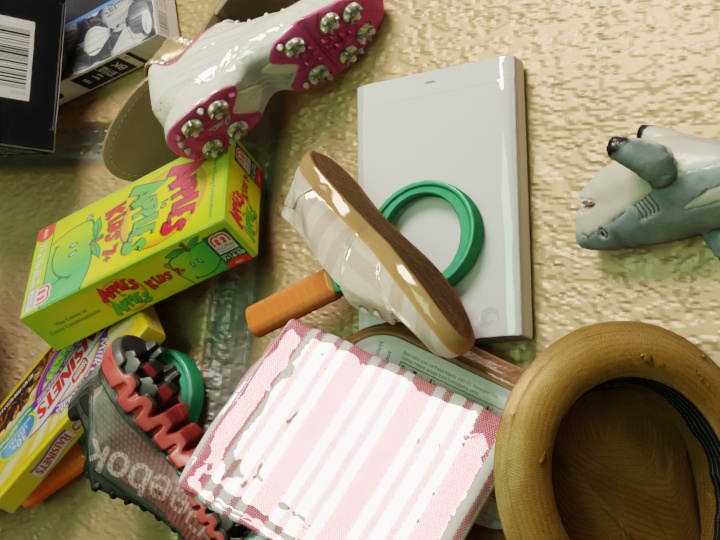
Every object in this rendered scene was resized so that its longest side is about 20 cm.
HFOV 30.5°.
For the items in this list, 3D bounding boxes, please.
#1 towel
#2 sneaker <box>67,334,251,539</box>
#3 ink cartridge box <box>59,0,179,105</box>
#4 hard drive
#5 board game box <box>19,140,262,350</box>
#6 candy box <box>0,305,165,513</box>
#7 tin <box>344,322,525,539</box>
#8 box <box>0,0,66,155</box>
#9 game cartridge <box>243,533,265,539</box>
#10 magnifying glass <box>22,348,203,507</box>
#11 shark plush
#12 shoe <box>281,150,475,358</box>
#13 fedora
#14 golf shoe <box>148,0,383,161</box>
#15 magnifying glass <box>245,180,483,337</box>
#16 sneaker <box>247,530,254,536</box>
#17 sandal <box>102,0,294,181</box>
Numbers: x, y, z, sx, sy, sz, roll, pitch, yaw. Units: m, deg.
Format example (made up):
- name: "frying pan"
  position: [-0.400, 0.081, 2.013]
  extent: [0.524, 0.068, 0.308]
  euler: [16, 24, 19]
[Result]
- name: "towel"
  position: [-0.009, 0.126, 0.869]
  extent: [0.199, 0.030, 0.147]
  euler: [23, 67, 28]
- name: "sneaker"
  position: [-0.152, 0.152, 0.998]
  extent: [0.098, 0.071, 0.201]
  euler: [-36, 85, 16]
- name: "ink cartridge box"
  position: [-0.251, -0.210, 1.173]
  extent: [0.199, 0.039, 0.100]
  euler: [-21, 71, 28]
- name: "hard drive"
  position: [0.058, -0.046, 0.956]
  extent: [0.131, 0.026, 0.202]
  euler: [-7, 76, 30]
- name: "board game box"
  position: [-0.174, -0.022, 1.050]
  extent: [0.199, 0.048, 0.102]
  euler: [-25, 40, 21]
- name: "candy box"
  position: [-0.240, 0.094, 1.084]
  extent: [0.200, 0.026, 0.102]
  euler: [-48, 39, 10]
- name: "tin"
  position: [0.061, 0.106, 0.901]
  extent: [0.199, 0.042, 0.113]
  euler: [24, 99, 28]
- name: "box"
  position: [-0.352, -0.178, 1.152]
  extent: [0.199, 0.104, 0.149]
  euler: [6, 91, 49]
- name: "game cartridge"
  position: [0.017, 0.244, 0.859]
  extent: [0.132, 0.042, 0.201]
  euler: [-22, 74, -3]
- name: "magnifying glass"
  position: [-0.208, 0.134, 1.078]
  extent: [0.199, 0.022, 0.080]
  euler: [-36, 64, 22]
- name: "shark plush"
  position: [0.239, -0.040, 0.844]
  extent: [0.198, 0.091, 0.084]
  euler: [8, 105, 12]
- name: "shoe"
  position: [0.008, -0.003, 0.902]
  extent: [0.053, 0.070, 0.200]
  euler: [-49, 53, 13]
- name: "fedora"
  position: [0.155, 0.132, 0.807]
  extent: [0.082, 0.199, 0.202]
  euler: [162, 114, -69]
- name: "golf shoe"
  position: [-0.078, -0.171, 1.013]
  extent: [0.199, 0.075, 0.092]
  euler: [-33, 57, -5]
- name: "magnifying glass"
  position: [0.000, 0.000, 0.957]
  extent: [0.199, 0.022, 0.080]
  euler: [-25, 68, 24]
- name: "sneaker"
  position: [-0.044, 0.274, 0.927]
  extent: [0.086, 0.077, 0.201]
  euler: [-39, 63, 23]
- name: "sandal"
  position: [-0.135, -0.165, 1.089]
  extent: [0.212, 0.077, 0.070]
  euler: [-50, 28, 6]
